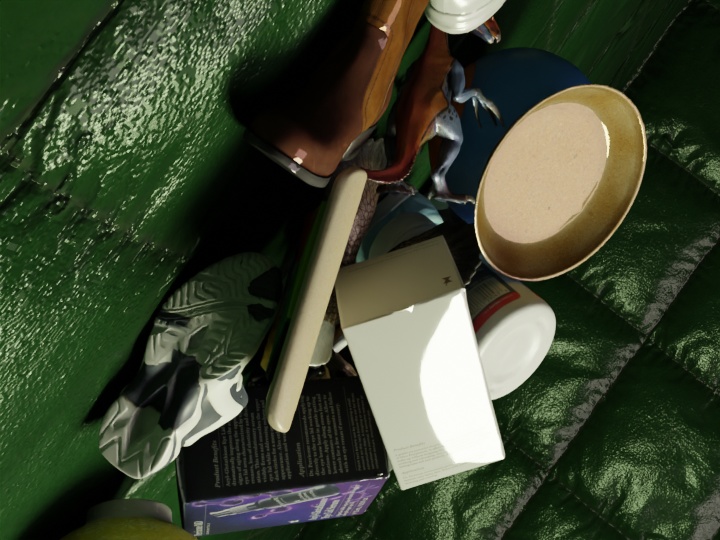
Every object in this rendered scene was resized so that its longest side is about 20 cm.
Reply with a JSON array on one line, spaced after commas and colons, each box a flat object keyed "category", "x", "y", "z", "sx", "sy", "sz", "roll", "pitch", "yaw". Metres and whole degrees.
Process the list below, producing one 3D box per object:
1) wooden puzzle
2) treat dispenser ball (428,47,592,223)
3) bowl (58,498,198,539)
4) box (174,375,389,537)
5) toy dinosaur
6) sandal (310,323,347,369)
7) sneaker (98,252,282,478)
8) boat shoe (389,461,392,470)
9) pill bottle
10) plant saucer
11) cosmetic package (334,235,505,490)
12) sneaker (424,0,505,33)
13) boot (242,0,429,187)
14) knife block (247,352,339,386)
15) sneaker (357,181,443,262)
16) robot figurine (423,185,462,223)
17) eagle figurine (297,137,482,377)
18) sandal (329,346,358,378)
[{"category": "wooden puzzle", "x": -0.045, "y": 0.020, "z": 0.689, "sx": 0.200, "sy": 0.037, "sz": 0.189, "roll": 146, "pitch": -39, "yaw": -84}, {"category": "treat dispenser ball", "x": 0.172, "y": -0.138, "z": 0.965, "sx": 0.202, "sy": 0.200, "sz": 0.201, "roll": -50, "pitch": 168, "yaw": -14}, {"category": "bowl", "x": -0.214, "y": 0.274, "z": 0.807, "sx": 0.201, "sy": 0.196, "sz": 0.110, "roll": 109, "pitch": -22, "yaw": -56}, {"category": "box", "x": -0.084, "y": 0.185, "z": 0.875, "sx": 0.195, "sy": 0.106, "sz": 0.149, "roll": -5, "pitch": 153, "yaw": -12}, {"category": "toy dinosaur", "x": 0.072, "y": -0.152, "z": 0.751, "sx": 0.200, "sy": 0.103, "sz": 0.186, "roll": 3, "pitch": 94, "yaw": -79}, {"category": "sandal", "x": -0.040, "y": 0.058, "z": 1.015, "sx": 0.079, "sy": 0.060, "sz": 0.207, "roll": -36, "pitch": -177, "yaw": 1}, {"category": "sneaker", "x": -0.121, "y": 0.070, "z": 0.723, "sx": 0.202, "sy": 0.079, "sz": 0.130, "roll": -60, "pitch": 174, "yaw": 7}, {"category": "boat shoe", "x": 0.020, "y": 0.160, "z": 0.998, "sx": 0.073, "sy": 0.065, "sz": 0.204, "roll": -12, "pitch": 140, "yaw": -20}, {"category": "pill bottle", "x": 0.098, "y": 0.028, "z": 0.932, "sx": 0.118, "sy": 0.200, "sz": 0.121, "roll": -22, "pitch": 135, "yaw": -24}, {"category": "plant saucer", "x": 0.185, "y": -0.087, "z": 0.850, "sx": 0.196, "sy": 0.036, "sz": 0.204, "roll": -14, "pitch": 125, "yaw": -21}, {"category": "cosmetic package", "x": 0.054, "y": 0.085, "z": 0.774, "sx": 0.085, "sy": 0.105, "sz": 0.203, "roll": -102, "pitch": 176, "yaw": -56}, {"category": "sneaker", "x": 0.126, "y": -0.283, "z": 0.714, "sx": 0.200, "sy": 0.075, "sz": 0.089, "roll": -48, "pitch": 156, "yaw": -19}, {"category": "boot", "x": 0.010, "y": -0.161, "z": 0.592, "sx": 0.202, "sy": 0.068, "sz": 0.188, "roll": -59, "pitch": 167, "yaw": 21}, {"category": "knife block", "x": -0.034, "y": 0.132, "z": 1.048, "sx": 0.196, "sy": 0.065, "sz": 0.175, "roll": -13, "pitch": -177, "yaw": -9}, {"category": "sneaker", "x": 0.030, "y": -0.024, "z": 1.028, "sx": 0.200, "sy": 0.081, "sz": 0.074, "roll": -47, "pitch": 166, "yaw": -31}, {"category": "robot figurine", "x": 0.134, "y": -0.070, "z": 1.219, "sx": 0.201, "sy": 0.124, "sz": 0.151, "roll": -51, "pitch": 158, "yaw": -13}, {"category": "eagle figurine", "x": -0.002, "y": -0.005, "z": 0.846, "sx": 0.200, "sy": 0.152, "sz": 0.151, "roll": -44, "pitch": 143, "yaw": 20}, {"category": "sandal", "x": 0.041, "y": 0.066, "z": 1.038, "sx": 0.199, "sy": 0.075, "sz": 0.045, "roll": -42, "pitch": -179, "yaw": -10}]
